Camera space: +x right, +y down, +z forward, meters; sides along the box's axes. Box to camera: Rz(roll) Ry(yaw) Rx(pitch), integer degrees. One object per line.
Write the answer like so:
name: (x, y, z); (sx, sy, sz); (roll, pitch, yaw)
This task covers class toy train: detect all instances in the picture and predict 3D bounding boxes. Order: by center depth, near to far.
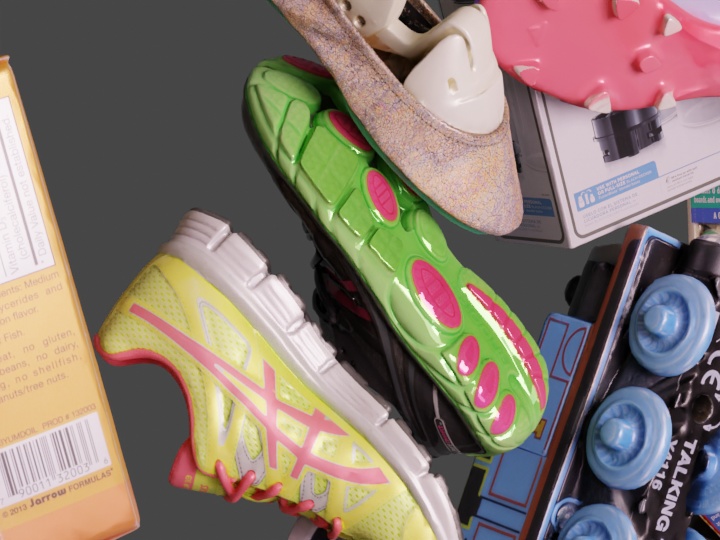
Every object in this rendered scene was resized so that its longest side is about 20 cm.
toy train: (0.116, 0.075, 1.129); (0.087, 0.114, 0.201); (20, 87, -42)

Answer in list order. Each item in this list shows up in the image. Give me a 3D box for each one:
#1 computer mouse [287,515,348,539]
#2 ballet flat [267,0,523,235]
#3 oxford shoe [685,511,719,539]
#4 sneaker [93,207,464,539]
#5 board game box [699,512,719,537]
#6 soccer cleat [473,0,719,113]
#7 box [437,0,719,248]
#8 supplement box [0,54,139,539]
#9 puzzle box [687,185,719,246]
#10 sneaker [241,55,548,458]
computer mouse: (0.026, 0.181, 1.123); (0.110, 0.044, 0.200); (-41, 108, -27)
ballet flat: (0.013, -0.102, 1.042); (0.200, 0.067, 0.068); (48, 38, -4)
oxford shoe: (0.247, 0.140, 1.246); (0.200, 0.073, 0.085); (35, 74, -29)
sneaker: (-0.035, 0.075, 1.051); (0.090, 0.078, 0.200); (-40, 85, -12)
board game box: (0.274, 0.132, 1.145); (0.200, 0.151, 0.046); (48, 31, -12)
soccer cleat: (0.139, -0.111, 1.099); (0.199, 0.077, 0.067); (2, 124, -17)
box: (0.099, -0.123, 1.138); (0.116, 0.060, 0.201); (-21, 105, -29)
supplement box: (-0.151, 0.017, 0.993); (0.069, 0.066, 0.201); (-18, 103, -26)
puzzle box: (0.242, -0.045, 1.154); (0.025, 0.199, 0.134); (-10, 99, -51)
sneaker: (0.000, 0.000, 1.077); (0.077, 0.084, 0.201); (-32, 92, -48)
